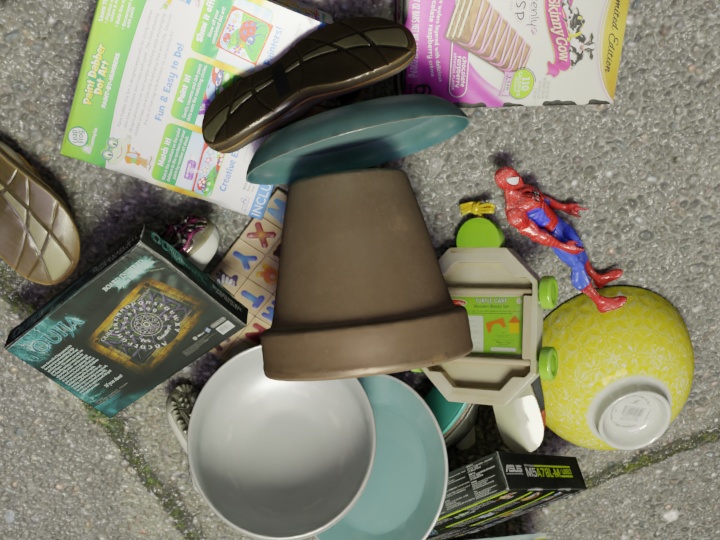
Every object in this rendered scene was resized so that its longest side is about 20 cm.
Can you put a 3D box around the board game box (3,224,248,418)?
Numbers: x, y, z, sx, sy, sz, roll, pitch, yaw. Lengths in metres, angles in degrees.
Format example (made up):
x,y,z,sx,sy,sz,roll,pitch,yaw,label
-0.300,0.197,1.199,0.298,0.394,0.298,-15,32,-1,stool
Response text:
x,y,z,sx,sy,sz,roll,pitch,yaw,label
-0.223,0.055,0.838,0.199,0.028,0.135,-33,123,23,board game box

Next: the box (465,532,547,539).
x,y,z,sx,sy,sz,roll,pitch,yaw,label
0.129,0.376,1.106,0.196,0.040,0.138,-5,148,-3,box

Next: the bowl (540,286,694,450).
x,y,z,sx,sy,sz,roll,pitch,yaw,label
0.284,0.131,0.968,0.196,0.108,0.203,-3,121,-5,bowl

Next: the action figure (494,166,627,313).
x,y,z,sx,sy,sz,roll,pitch,yaw,label
0.201,-0.038,0.887,0.199,0.066,0.051,38,133,-25,action figure

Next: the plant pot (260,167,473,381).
x,y,z,sx,sy,sz,roll,pitch,yaw,label
0.000,0.000,0.818,0.196,0.200,0.178,-6,90,-2,plant pot

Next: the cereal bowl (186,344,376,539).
x,y,z,sx,sy,sz,roll,pitch,yaw,label
-0.080,0.183,0.923,0.196,0.203,0.084,-4,156,-3,cereal bowl

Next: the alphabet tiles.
x,y,z,sx,sy,sz,roll,pitch,yaw,label
-0.079,0.032,0.931,0.166,0.008,0.200,33,112,-22,alphabet tiles

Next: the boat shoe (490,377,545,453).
x,y,z,sx,sy,sz,roll,pitch,yaw,label
0.162,0.092,0.947,0.070,0.063,0.204,-10,98,16,boat shoe

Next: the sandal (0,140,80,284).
x,y,z,sx,sy,sz,roll,pitch,yaw,label
-0.333,-0.078,0.819,0.080,0.054,0.200,-40,102,11,sandal

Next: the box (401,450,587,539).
x,y,z,sx,sy,sz,roll,pitch,yaw,label
0.126,0.258,0.986,0.199,0.048,0.192,-32,149,30,box

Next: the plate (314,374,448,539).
x,y,z,sx,sy,sz,roll,pitch,yaw,label
0.012,0.212,0.944,0.200,0.201,0.025,-44,148,19,plate

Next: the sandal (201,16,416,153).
x,y,z,sx,sy,sz,roll,pitch,yaw,label
-0.041,-0.148,0.743,0.198,0.083,0.055,-28,140,12,sandal

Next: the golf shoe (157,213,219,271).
x,y,z,sx,sy,sz,roll,pitch,yaw,label
-0.192,0.023,0.881,0.091,0.073,0.200,31,122,-26,golf shoe

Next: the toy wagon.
x,y,z,sx,sy,sz,roll,pitch,yaw,label
0.124,0.032,0.893,0.153,0.039,0.204,0,88,29,toy wagon

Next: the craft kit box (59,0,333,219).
x,y,z,sx,sy,sz,roll,pitch,yaw,label
-0.148,-0.166,0.787,0.195,0.049,0.202,17,117,-18,craft kit box

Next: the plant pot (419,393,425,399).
x,y,z,sx,sy,sz,roll,pitch,yaw,label
0.010,0.220,1.040,0.196,0.028,0.203,-2,121,-4,plant pot

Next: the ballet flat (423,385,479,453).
x,y,z,sx,sy,sz,roll,pitch,yaw,label
0.081,0.187,0.982,0.068,0.068,0.200,26,116,-33,ballet flat

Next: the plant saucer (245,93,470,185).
x,y,z,sx,sy,sz,roll,pitch,yaw,label
-0.005,-0.113,0.753,0.197,0.200,0.028,-15,89,3,plant saucer

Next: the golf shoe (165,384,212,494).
x,y,z,sx,sy,sz,roll,pitch,yaw,label
-0.173,0.220,0.997,0.096,0.079,0.201,-21,114,27,golf shoe

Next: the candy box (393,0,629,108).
x,y,z,sx,sy,sz,roll,pitch,yaw,label
0.130,-0.217,0.773,0.196,0.061,0.138,-3,121,-4,candy box
